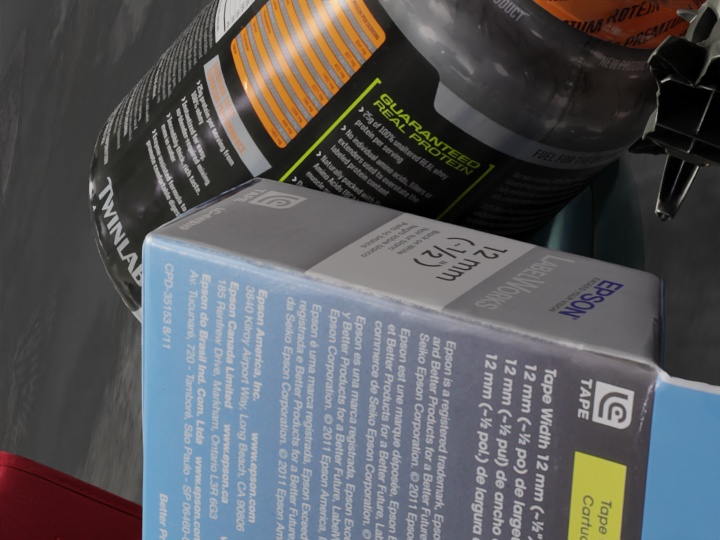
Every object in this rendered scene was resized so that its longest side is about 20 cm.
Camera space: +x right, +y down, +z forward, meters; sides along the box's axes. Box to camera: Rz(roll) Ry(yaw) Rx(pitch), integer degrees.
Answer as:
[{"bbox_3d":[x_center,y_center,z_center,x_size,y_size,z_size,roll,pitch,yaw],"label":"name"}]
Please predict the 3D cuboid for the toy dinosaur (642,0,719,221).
[{"bbox_3d":[0.133,-0.069,0.728,0.200,0.102,0.136,91,-162,-60],"label":"toy dinosaur"}]

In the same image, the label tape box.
[{"bbox_3d":[0.036,0.069,0.816,0.066,0.199,0.144,-31,-51,-55],"label":"label tape box"}]

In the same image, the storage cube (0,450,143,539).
[{"bbox_3d":[-0.127,0.203,1.207,0.200,0.170,0.181,-32,40,55],"label":"storage cube"}]

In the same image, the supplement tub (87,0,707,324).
[{"bbox_3d":[0.014,-0.058,0.895,0.200,0.122,0.123,-43,35,39],"label":"supplement tub"}]

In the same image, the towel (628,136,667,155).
[{"bbox_3d":[0.117,-0.130,0.885,0.144,0.023,0.202,-179,96,-76],"label":"towel"}]

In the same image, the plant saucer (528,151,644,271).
[{"bbox_3d":[0.056,0.032,0.995,0.200,0.027,0.202,-171,90,-77],"label":"plant saucer"}]
